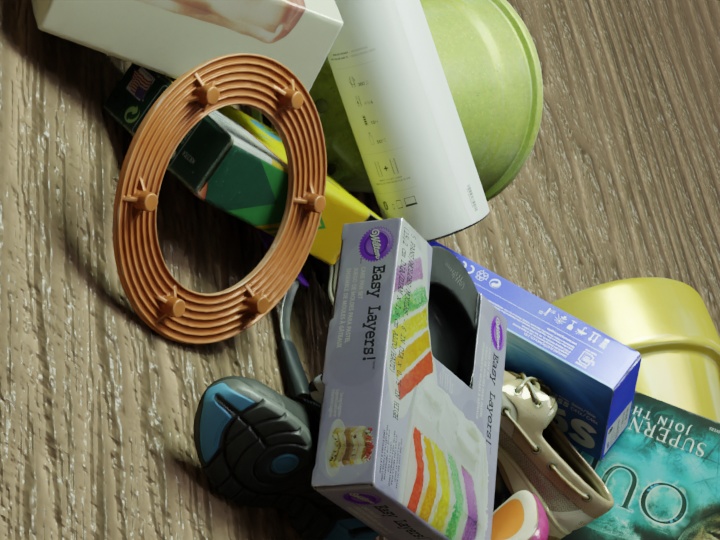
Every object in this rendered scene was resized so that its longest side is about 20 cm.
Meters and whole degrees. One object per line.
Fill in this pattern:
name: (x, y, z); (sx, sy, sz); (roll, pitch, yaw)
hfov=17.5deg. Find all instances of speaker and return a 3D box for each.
speaker: (0.028, -0.124, 1.731); (0.081, 0.081, 0.200); (-47, 119, -67)

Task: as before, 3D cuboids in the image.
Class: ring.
ring: (-0.087, -0.046, 1.564); (0.200, 0.019, 0.201); (-21, 118, -45)

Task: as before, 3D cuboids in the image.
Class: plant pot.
plant pot: (0.218, 0.137, 1.898); (0.201, 0.201, 0.189); (28, 36, -51)
plant pot: (0.017, -0.138, 1.878); (0.184, 0.200, 0.201); (-12, 72, -55)

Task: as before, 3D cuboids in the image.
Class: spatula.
spatula: (-0.051, 0.039, 1.702); (0.057, 0.021, 0.200); (40, 31, -49)

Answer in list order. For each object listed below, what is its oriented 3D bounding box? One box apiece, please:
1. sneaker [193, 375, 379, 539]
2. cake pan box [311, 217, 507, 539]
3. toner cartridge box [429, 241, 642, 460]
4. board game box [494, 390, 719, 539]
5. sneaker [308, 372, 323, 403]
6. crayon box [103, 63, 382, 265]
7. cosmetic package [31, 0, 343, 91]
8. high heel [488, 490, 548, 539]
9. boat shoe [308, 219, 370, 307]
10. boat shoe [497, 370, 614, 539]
sneaker: (-0.054, 0.116, 1.549); (0.200, 0.073, 0.082); (49, 19, -49)
cake pan box: (0.038, 0.084, 1.581); (0.184, 0.052, 0.200); (45, 45, -54)
toner cartridge box: (0.113, 0.058, 1.768); (0.200, 0.095, 0.043); (29, 55, 20)
board game box: (0.192, 0.157, 1.789); (0.200, 0.136, 0.028); (20, -11, 18)
sneaker: (0.029, 0.106, 1.704); (0.088, 0.074, 0.200); (57, 20, 13)
crayon box: (-0.079, -0.073, 1.683); (0.127, 0.051, 0.200); (42, 10, 39)
cosmetic package: (-0.125, -0.192, 1.640); (0.200, 0.087, 0.103); (19, 24, -25)
high heel: (0.117, 0.216, 1.688); (0.096, 0.067, 0.200); (49, -17, -4)
boat shoe: (0.000, 0.000, 1.750); (0.057, 0.067, 0.200); (53, 0, -40)
boat shoe: (0.116, 0.106, 1.728); (0.200, 0.065, 0.072); (58, 19, -7)
